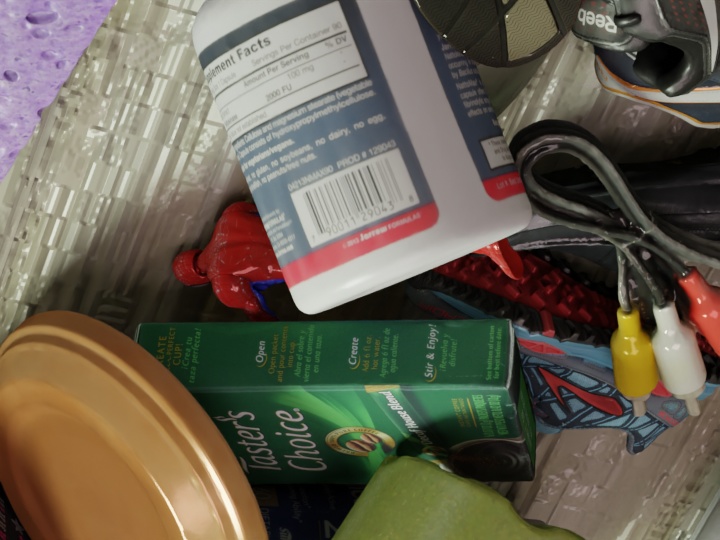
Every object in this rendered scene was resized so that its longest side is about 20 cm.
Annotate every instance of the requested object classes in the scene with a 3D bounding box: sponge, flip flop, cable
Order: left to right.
[{"bbox_3d":[-0.181,-0.133,1.123,0.111,0.030,0.200,25,117,-24],"label":"sponge"},{"bbox_3d":[0.031,-0.180,1.027,0.081,0.058,0.200,-34,106,20],"label":"flip flop"},{"bbox_3d":[0.147,-0.003,1.173,0.097,0.051,0.200,-22,134,14],"label":"cable"}]

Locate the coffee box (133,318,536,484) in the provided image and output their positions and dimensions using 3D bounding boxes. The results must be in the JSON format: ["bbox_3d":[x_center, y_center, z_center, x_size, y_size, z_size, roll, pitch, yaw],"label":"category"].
[{"bbox_3d":[-0.011,0.072,1.234,0.199,0.044,0.123,0,151,10],"label":"coffee box"}]

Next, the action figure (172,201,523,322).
[{"bbox_3d":[0.000,0.000,1.214,0.199,0.066,0.099,-6,149,26],"label":"action figure"}]

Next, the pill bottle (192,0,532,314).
[{"bbox_3d":[-0.010,-0.093,1.083,0.119,0.120,0.201,-21,88,6],"label":"pill bottle"}]

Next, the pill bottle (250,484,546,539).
[{"bbox_3d":[0.006,0.177,1.325,0.199,0.111,0.111,4,124,-13],"label":"pill bottle"}]

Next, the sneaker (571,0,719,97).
[{"bbox_3d":[0.122,-0.155,1.046,0.098,0.071,0.201,-45,128,-8],"label":"sneaker"}]

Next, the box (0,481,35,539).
[{"bbox_3d":[-0.233,0.185,1.286,0.132,0.115,0.200,-30,124,11],"label":"box"}]

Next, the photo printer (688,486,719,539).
[{"bbox_3d":[0.273,0.185,1.402,0.165,0.070,0.201,15,121,-19],"label":"photo printer"}]

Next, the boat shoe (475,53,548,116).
[{"bbox_3d":[0.062,-0.128,1.153,0.201,0.061,0.072,-47,156,25],"label":"boat shoe"}]

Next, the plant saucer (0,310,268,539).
[{"bbox_3d":[-0.129,0.116,1.219,0.037,0.200,0.201,-36,136,-36],"label":"plant saucer"}]

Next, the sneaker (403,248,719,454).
[{"bbox_3d":[0.101,0.050,1.273,0.199,0.080,0.096,22,121,-23],"label":"sneaker"}]

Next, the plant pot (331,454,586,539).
[{"bbox_3d":[0.033,0.202,1.193,0.200,0.200,0.185,32,79,-28],"label":"plant pot"}]

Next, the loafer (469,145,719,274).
[{"bbox_3d":[0.150,-0.023,1.229,0.199,0.068,0.071,-8,100,-8],"label":"loafer"}]

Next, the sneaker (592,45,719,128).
[{"bbox_3d":[0.212,-0.115,1.171,0.199,0.079,0.079,4,158,-9],"label":"sneaker"}]
